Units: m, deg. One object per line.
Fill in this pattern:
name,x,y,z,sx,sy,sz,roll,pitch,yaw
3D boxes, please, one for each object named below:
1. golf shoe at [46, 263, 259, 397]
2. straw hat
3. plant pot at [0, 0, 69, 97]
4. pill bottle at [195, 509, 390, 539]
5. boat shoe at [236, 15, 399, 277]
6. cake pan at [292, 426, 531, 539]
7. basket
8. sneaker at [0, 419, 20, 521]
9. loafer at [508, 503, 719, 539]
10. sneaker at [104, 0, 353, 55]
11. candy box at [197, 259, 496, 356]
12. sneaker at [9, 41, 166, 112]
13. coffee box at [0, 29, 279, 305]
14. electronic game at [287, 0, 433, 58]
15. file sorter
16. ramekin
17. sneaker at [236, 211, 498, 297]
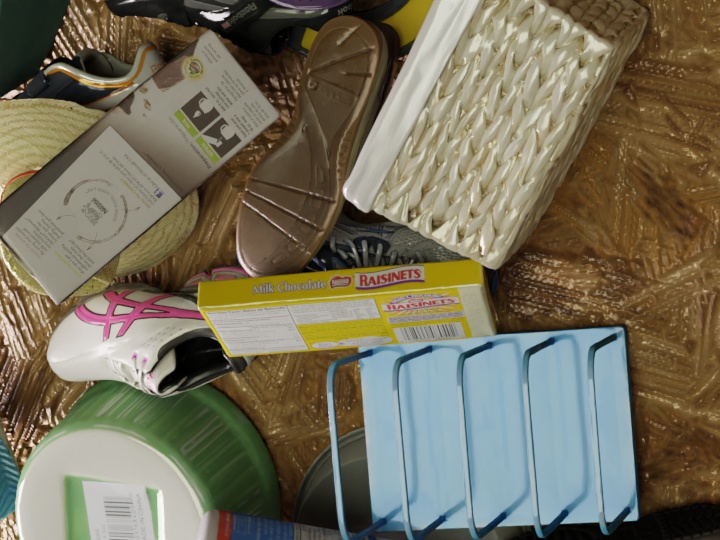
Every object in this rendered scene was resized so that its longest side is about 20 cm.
golf shoe,-0.160,0.055,1.702,0.199,0.092,0.073,-14,126,27
straw hat,-0.220,-0.028,1.655,0.199,0.086,0.202,1,137,1
plant pot,-0.287,-0.232,1.648,0.140,0.141,0.202,18,117,16
pill bottle,-0.026,0.244,1.635,0.198,0.112,0.113,11,112,-7
boat shoe,-0.024,-0.083,1.577,0.072,0.072,0.201,26,106,21
cake pan,0.034,0.216,1.709,0.198,0.037,0.202,7,108,20
basket,0.095,-0.118,1.528,0.123,0.136,0.201,30,115,8
sneaker,-0.327,0.108,1.797,0.076,0.081,0.202,-15,83,-17
loafer,0.177,0.225,1.620,0.198,0.073,0.072,-11,108,12
sneaker,-0.095,-0.186,1.589,0.199,0.076,0.088,-7,113,36
candy box,-0.007,0.027,1.581,0.198,0.102,0.027,-5,66,7
sneaker,-0.225,-0.121,1.690,0.198,0.078,0.080,-12,104,17
coffee box,-0.159,-0.070,1.557,0.200,0.113,0.080,-41,96,-6
electronic game,-0.011,-0.242,1.579,0.198,0.042,0.202,9,111,24
file sorter,0.086,0.119,1.585,0.198,0.123,0.140,-4,93,15
ramekin,-0.171,0.185,1.748,0.198,0.098,0.202,7,108,20
sneaker,0.000,0.000,1.630,0.198,0.085,0.078,10,110,18
